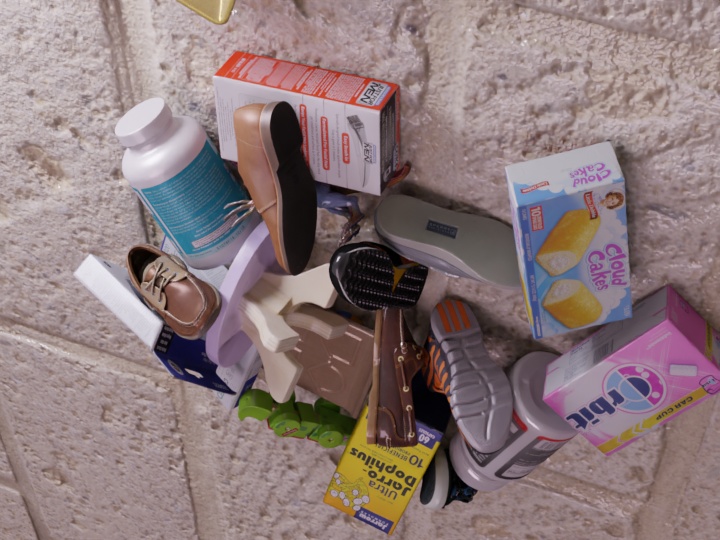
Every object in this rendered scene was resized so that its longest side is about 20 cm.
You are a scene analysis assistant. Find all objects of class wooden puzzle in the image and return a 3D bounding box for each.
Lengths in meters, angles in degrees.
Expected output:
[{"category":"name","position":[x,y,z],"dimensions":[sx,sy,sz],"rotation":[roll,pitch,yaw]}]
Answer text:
[{"category":"wooden puzzle","position":[-0.065,0.095,1.735],"dimensions":[0.198,0.046,0.186],"rotation":[29,142,7]}]

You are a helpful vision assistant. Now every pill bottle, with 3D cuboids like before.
[{"category":"pill bottle","position":[-0.211,-0.106,1.544],"dimensions":[0.110,0.111,0.201],"rotation":[-5,131,35]},{"category":"pill bottle","position":[0.195,0.196,1.629],"dimensions":[0.113,0.115,0.200],"rotation":[32,142,-5]}]

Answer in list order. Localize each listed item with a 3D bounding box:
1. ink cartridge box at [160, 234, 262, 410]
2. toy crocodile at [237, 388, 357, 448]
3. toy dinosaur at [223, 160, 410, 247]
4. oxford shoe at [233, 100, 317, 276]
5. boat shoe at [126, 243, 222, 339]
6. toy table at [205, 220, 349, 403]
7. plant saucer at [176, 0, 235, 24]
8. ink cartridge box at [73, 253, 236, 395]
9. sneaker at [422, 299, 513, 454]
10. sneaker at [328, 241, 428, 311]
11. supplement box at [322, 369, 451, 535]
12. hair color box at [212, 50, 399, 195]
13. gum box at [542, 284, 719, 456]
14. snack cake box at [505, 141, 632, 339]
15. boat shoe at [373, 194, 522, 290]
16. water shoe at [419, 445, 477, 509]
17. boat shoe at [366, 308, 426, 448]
[{"category":"ink cartridge box","position":[-0.208,0.066,1.768],"dimensions":[0.200,0.043,0.197],"rotation":[48,145,15]},{"category":"toy crocodile","position":[-0.080,0.211,1.812],"dimensions":[0.198,0.068,0.062],"rotation":[19,129,-32]},{"category":"toy dinosaur","position":[-0.068,-0.110,1.510],"dimensions":[0.182,0.200,0.105],"rotation":[48,-178,8]},{"category":"oxford shoe","position":[-0.095,-0.090,1.414],"dimensions":[0.070,0.071,0.203],"rotation":[5,118,30]},{"category":"boat shoe","position":[-0.233,0.022,1.561],"dimensions":[0.072,0.076,0.199],"rotation":[35,177,-36]},{"category":"toy table","position":[-0.100,0.051,1.580],"dimensions":[0.116,0.183,0.202],"rotation":[30,118,21]},{"category":"plant saucer","position":[-0.186,-0.371,1.287],"dimensions":[0.198,0.049,0.201],"rotation":[30,141,-2]},{"category":"ink cartridge box","position":[-0.251,0.071,1.659],"dimensions":[0.200,0.041,0.199],"rotation":[43,-177,20]},{"category":"sneaker","position":[0.129,0.144,1.580],"dimensions":[0.076,0.202,0.113],"rotation":[-6,150,-12]},{"category":"sneaker","position":[0.000,0.000,1.500],"dimensions":[0.089,0.071,0.199],"rotation":[24,-174,29]},{"category":"supplement box","position":[0.040,0.233,1.725],"dimensions":[0.108,0.110,0.202],"rotation":[25,124,3]},{"category":"hair color box","position":[-0.058,-0.163,1.420],"dimensions":[0.197,0.064,0.112],"rotation":[15,133,18]},{"category":"gum box","position":[0.312,0.121,1.476],"dimensions":[0.113,0.066,0.199],"rotation":[41,125,-15]},{"category":"snack cake box","position":[0.223,-0.028,1.367],"dimensions":[0.113,0.068,0.202],"rotation":[-12,133,3]},{"category":"boat shoe","position":[0.109,-0.029,1.482],"dimensions":[0.198,0.071,0.072],"rotation":[22,165,1]},{"category":"water shoe","position":[0.125,0.279,1.742],"dimensions":[0.078,0.200,0.072],"rotation":[18,97,1]},{"category":"boat shoe","position":[0.047,0.118,1.603],"dimensions":[0.069,0.203,0.070],"rotation":[2,179,9]}]
